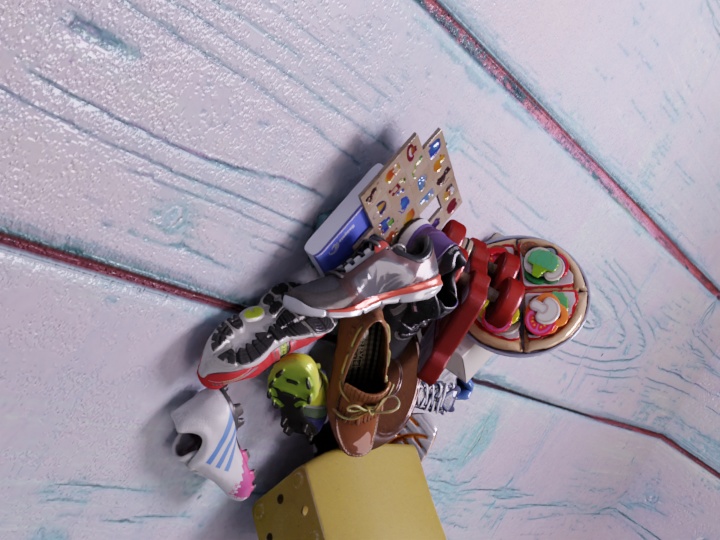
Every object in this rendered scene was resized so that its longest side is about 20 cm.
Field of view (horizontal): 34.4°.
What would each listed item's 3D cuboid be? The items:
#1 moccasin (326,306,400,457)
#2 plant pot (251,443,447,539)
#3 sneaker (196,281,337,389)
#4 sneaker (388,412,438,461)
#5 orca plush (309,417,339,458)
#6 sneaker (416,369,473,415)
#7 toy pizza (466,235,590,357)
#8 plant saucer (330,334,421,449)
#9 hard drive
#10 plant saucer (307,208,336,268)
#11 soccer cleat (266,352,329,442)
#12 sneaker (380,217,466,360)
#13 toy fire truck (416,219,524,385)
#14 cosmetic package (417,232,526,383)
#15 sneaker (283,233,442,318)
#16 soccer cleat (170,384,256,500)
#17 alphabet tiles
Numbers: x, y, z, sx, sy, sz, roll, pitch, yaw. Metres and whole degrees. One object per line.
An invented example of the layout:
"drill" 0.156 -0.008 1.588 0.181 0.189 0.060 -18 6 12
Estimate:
"moccasin" 0.005 0.138 1.405 0.073 0.078 0.204 1 113 -24
"plant pot" -0.029 0.348 1.542 0.199 0.197 0.194 19 130 -43
"sneaker" -0.110 0.076 1.317 0.199 0.077 0.085 -22 157 -45
"sneaker" 0.045 0.275 1.724 0.200 0.079 0.077 -45 166 27
"orca plush" -0.005 0.202 1.586 0.105 0.071 0.202 2 118 -58
"sneaker" 0.103 0.171 1.708 0.199 0.085 0.078 -10 128 -52
"toy pizza" 0.222 0.029 1.622 0.200 0.199 0.032 -44 153 -21
"plant saucer" 0.029 0.139 1.528 0.199 0.034 0.203 -13 106 -55
"hard drive" 0.010 -0.024 1.387 0.132 0.025 0.200 -49 152 -11
"plant saucer" 0.010 -0.060 1.395 0.199 0.019 0.071 -21 137 -46
"soccer cleat" -0.071 0.138 1.422 0.201 0.064 0.084 87 21 -60
"sneaker" 0.070 0.043 1.419 0.075 0.087 0.202 -26 141 -43
"toy fire truck" 0.125 0.042 1.536 0.169 0.111 0.200 -57 -171 22
"cosmetic package" 0.175 0.051 1.678 0.200 0.103 0.073 -45 149 -22
"sneaker" 0.000 0.000 1.311 0.198 0.077 0.083 -12 107 -29
"soccer cleat" -0.176 0.209 1.349 0.086 0.070 0.201 -25 140 -19
"alphabet tiles" 0.052 -0.071 1.367 0.167 0.008 0.200 -49 152 -13
